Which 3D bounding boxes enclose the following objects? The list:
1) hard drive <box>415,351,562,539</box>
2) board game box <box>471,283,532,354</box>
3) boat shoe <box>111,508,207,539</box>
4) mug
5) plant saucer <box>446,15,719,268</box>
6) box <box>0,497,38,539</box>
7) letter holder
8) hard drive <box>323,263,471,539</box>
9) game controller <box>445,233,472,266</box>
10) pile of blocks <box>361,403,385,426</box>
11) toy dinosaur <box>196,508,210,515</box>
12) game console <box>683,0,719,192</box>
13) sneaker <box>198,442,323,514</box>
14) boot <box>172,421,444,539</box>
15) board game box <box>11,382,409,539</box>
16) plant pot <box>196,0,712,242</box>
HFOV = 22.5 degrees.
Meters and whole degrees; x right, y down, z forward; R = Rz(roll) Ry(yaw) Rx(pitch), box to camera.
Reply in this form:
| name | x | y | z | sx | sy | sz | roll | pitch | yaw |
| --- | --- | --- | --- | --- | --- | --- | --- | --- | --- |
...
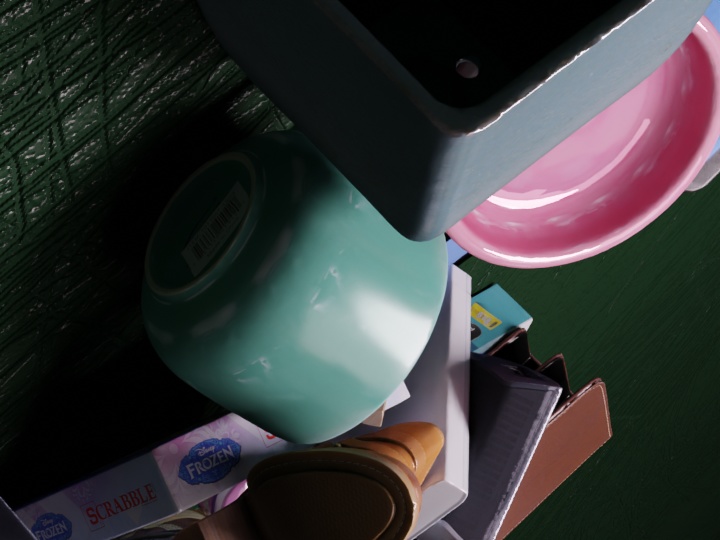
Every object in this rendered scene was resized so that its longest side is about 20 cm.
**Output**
| name | x | y | z | sx | sy | sz | roll | pitch | yaw |
| --- | --- | --- | --- | --- | --- | --- | --- | --- | --- |
| hard drive | 0.057 | 0.115 | 1.207 | 0.135 | 0.042 | 0.200 | -65 | -163 | -5 |
| board game box | 0.036 | 0.110 | 1.458 | 0.200 | 0.047 | 0.151 | -27 | 152 | -39 |
| boat shoe | -0.176 | 0.208 | 1.130 | 0.201 | 0.072 | 0.066 | -25 | 178 | -12 |
| mug | -0.042 | -0.012 | 0.981 | 0.114 | 0.185 | 0.152 | 33 | 143 | -33 |
| plant saucer | 0.125 | -0.092 | 1.092 | 0.200 | 0.051 | 0.201 | -15 | 134 | -16 |
| box | -0.286 | 0.221 | 0.978 | 0.200 | 0.117 | 0.197 | -29 | 153 | -38 |
| letter holder | 0.089 | 0.141 | 1.414 | 0.200 | 0.101 | 0.142 | -42 | 156 | -9 |
| hard drive | 0.022 | 0.101 | 1.189 | 0.132 | 0.027 | 0.200 | -41 | -154 | 32 |
| game controller | 0.049 | -0.013 | 1.247 | 0.200 | 0.042 | 0.104 | -36 | 156 | -4 |
| pile of blocks | 0.000 | 0.000 | 1.089 | 0.082 | 0.062 | 0.200 | 98 | 4 | -52 |
| toy dinosaur | -0.056 | 0.244 | 1.226 | 0.106 | 0.200 | 0.060 | -31 | 180 | -25 |
| game console | 0.248 | -0.180 | 1.235 | 0.200 | 0.116 | 0.176 | -45 | 159 | -3 |
| sneaker | -0.037 | 0.145 | 1.316 | 0.200 | 0.088 | 0.081 | -12 | 105 | -35 |
| boot | 0.002 | 0.125 | 1.011 | 0.155 | 0.077 | 0.200 | -20 | 169 | -44 |
| board game box | -0.104 | 0.118 | 1.110 | 0.200 | 0.041 | 0.199 | -26 | 177 | 44 |
| plant pot | 0.038 | -0.127 | 0.859 | 0.196 | 0.196 | 0.200 | -37 | 162 | -21 |
